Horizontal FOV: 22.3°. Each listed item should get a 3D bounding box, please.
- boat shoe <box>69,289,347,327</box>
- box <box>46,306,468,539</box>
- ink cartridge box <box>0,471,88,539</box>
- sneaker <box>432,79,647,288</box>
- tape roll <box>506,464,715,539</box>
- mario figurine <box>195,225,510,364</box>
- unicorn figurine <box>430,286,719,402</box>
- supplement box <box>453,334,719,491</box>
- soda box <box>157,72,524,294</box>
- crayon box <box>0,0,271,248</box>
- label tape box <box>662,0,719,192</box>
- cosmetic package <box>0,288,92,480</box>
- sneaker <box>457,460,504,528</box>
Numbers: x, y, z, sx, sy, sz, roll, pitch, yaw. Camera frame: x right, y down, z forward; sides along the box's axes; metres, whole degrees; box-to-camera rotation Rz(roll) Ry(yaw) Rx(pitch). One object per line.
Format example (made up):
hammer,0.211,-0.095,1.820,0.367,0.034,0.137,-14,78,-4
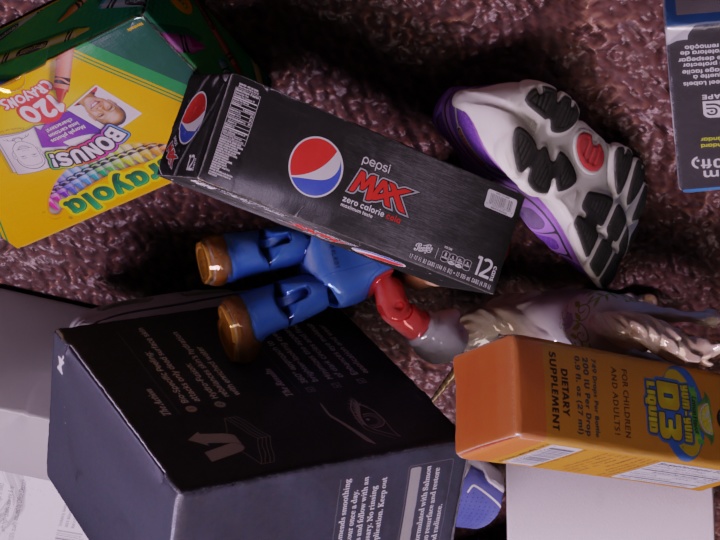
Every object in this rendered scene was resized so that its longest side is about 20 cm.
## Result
boat shoe,-0.102,0.038,1.256,0.199,0.067,0.074,1,115,-27
box,-0.070,0.117,1.145,0.199,0.197,0.118,-7,120,-29
ink cartridge box,-0.248,0.147,1.382,0.199,0.084,0.146,12,140,-10
sneaker,0.113,-0.061,1.128,0.083,0.081,0.200,15,160,40
tape roll,0.174,0.174,1.289,0.138,0.203,0.203,-1,140,7
mario figurine,0.000,0.000,1.162,0.199,0.106,0.124,-14,111,-13
unicorn figurine,0.145,0.039,1.203,0.137,0.074,0.200,5,164,-19
supplement box,0.154,0.089,1.119,0.199,0.067,0.069,11,157,-33
soda box,-0.010,-0.048,1.044,0.199,0.064,0.071,22,175,-26
crayon box,-0.168,-0.098,1.099,0.199,0.058,0.119,-21,134,27
label tape box,0.254,-0.096,1.064,0.143,0.064,0.200,-4,139,11
cosmetic package,-0.204,0.088,1.291,0.199,0.107,0.090,13,140,-8
sneaker,0.006,0.180,1.377,0.199,0.116,0.081,19,139,-18
